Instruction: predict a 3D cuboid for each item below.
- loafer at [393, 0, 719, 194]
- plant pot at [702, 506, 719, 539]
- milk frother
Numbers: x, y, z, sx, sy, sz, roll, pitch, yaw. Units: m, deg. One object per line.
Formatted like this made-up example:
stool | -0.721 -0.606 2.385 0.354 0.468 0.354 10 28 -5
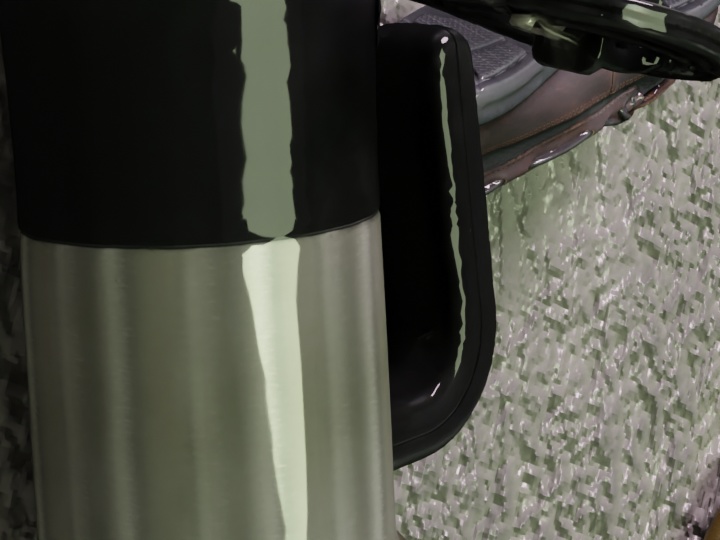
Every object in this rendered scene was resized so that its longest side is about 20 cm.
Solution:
loafer | 0.062 -0.071 0.963 0.200 0.072 0.063 -27 135 -48
plant pot | 0.192 0.163 1.175 0.200 0.027 0.200 -8 100 -50
milk frother | 0.000 0.000 0.769 0.180 0.200 0.188 -9 103 -28
